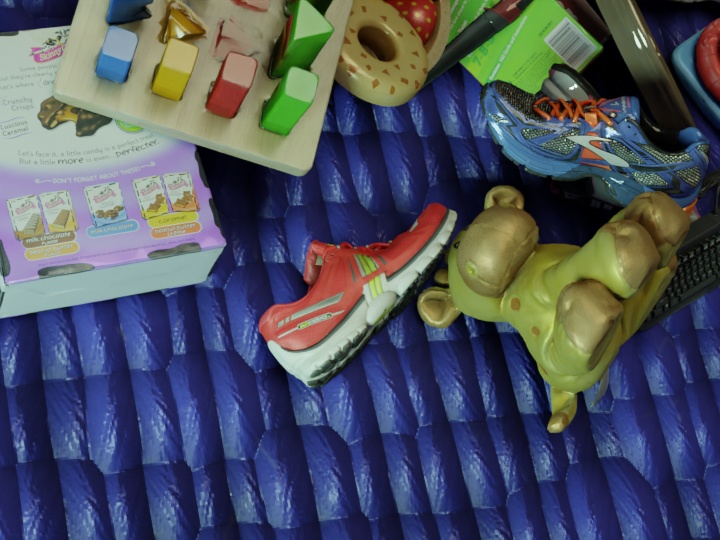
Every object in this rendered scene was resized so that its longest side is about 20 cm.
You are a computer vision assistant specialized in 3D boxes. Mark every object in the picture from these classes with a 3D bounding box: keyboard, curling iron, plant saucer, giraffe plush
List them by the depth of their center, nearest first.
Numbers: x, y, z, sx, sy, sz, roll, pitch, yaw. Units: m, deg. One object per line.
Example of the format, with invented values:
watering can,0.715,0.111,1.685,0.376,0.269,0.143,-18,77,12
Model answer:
giraffe plush,0.139,0.006,1.172,0.162,0.201,0.172,33,49,18
curling iron,0.114,-0.225,1.275,0.050,0.200,0.026,40,15,-28
keyboard,0.306,-0.036,1.279,0.199,0.128,0.021,-28,38,-30
plant saucer,0.239,-0.204,1.312,0.029,0.200,0.201,-26,72,15

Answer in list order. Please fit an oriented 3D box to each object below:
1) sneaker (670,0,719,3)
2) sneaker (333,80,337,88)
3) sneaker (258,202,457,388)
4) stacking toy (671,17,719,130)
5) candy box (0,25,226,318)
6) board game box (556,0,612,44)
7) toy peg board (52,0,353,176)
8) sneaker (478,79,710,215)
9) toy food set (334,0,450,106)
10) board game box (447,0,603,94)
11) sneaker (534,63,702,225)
sneaker,0.333,-0.300,1.418,0.198,0.085,0.075,5,37,-25
sneaker,-0.081,-0.186,1.218,0.199,0.076,0.116,-13,69,-28
sneaker,0.000,0.000,1.164,0.085,0.077,0.200,42,58,8
stacking toy,0.381,-0.216,1.338,0.109,0.200,0.116,-32,79,-30
candy box,-0.211,-0.081,1.121,0.167,0.072,0.201,-10,71,-24
board game box,0.120,-0.252,1.326,0.103,0.019,0.200,-39,82,8
toy peg board,-0.099,-0.201,1.097,0.198,0.098,0.202,17,73,-12
sneaker,0.188,-0.111,1.191,0.199,0.079,0.076,19,37,-9
toy food set,-0.005,-0.240,1.226,0.198,0.049,0.200,43,54,-11
board game box,0.108,-0.227,1.305,0.096,0.030,0.200,-45,84,8
sneaker,0.207,-0.085,1.290,0.200,0.086,0.080,43,16,-15
